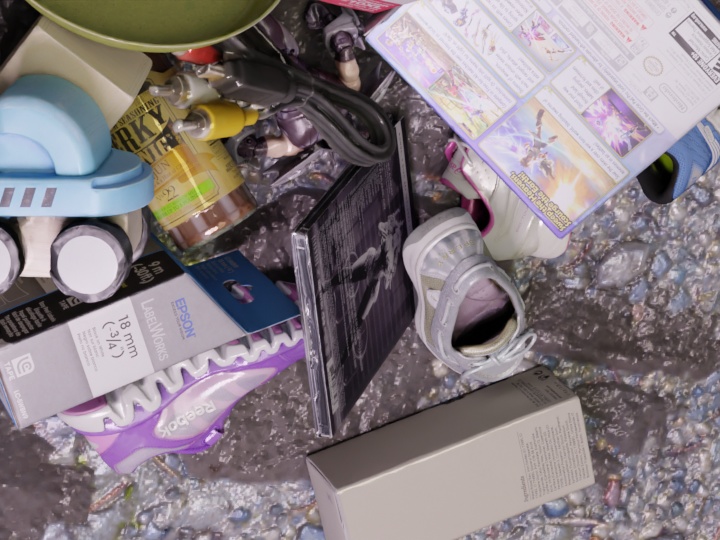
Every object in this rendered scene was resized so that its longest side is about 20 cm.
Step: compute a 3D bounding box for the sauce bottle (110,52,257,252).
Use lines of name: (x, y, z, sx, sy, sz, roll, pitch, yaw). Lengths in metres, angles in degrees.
sauce bottle: (-0.143, -0.108, 1.524, 0.065, 0.065, 0.200, -34, 96, -7)

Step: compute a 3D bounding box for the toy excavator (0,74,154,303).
toy excavator: (-0.219, -0.092, 1.395, 0.194, 0.100, 0.201, 2, 105, 5)

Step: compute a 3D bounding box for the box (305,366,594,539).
box: (0.067, 0.147, 1.736, 0.199, 0.068, 0.082, -19, 116, -15)

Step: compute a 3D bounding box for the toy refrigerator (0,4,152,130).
toy refrigerator: (-0.221, -0.074, 1.486, 0.076, 0.070, 0.200, 36, 116, -11)

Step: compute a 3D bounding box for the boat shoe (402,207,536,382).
boat shoe: (0.081, 0.031, 1.662, 0.074, 0.065, 0.202, -30, 148, -7)

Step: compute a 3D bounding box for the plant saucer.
plant saucer: (-0.140, -0.204, 1.461, 0.199, 0.200, 0.031, -4, 144, -21)

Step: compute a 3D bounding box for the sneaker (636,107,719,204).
sneaker: (0.190, -0.125, 1.663, 0.089, 0.078, 0.200, -52, 122, -22)

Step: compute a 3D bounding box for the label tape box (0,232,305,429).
label tape box: (-0.157, 0.017, 1.549, 0.199, 0.144, 0.063, -23, 115, -14)

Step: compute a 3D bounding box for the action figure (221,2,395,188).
action figure: (-0.061, -0.140, 1.574, 0.130, 0.069, 0.200, -49, 124, -7)

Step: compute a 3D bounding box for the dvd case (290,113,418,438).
dvd case: (0.000, 0.000, 1.597, 0.016, 0.200, 0.149, 3, 117, 20)

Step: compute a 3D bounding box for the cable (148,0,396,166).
cable: (-0.058, -0.118, 1.523, 0.050, 0.097, 0.200, -25, 157, 32)

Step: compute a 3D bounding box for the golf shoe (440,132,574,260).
golf shoe: (0.101, -0.096, 1.654, 0.091, 0.075, 0.201, -10, 113, -15)

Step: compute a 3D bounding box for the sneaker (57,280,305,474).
sneaker: (-0.110, 0.079, 1.636, 0.200, 0.081, 0.089, -24, 124, -7)

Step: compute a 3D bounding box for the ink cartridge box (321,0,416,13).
ink cartridge box: (0.031, -0.250, 1.469, 0.084, 0.200, 0.145, 12, 83, -26)

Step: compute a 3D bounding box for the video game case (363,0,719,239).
video game case: (0.135, -0.151, 1.578, 0.181, 0.045, 0.200, -41, 105, 15)
